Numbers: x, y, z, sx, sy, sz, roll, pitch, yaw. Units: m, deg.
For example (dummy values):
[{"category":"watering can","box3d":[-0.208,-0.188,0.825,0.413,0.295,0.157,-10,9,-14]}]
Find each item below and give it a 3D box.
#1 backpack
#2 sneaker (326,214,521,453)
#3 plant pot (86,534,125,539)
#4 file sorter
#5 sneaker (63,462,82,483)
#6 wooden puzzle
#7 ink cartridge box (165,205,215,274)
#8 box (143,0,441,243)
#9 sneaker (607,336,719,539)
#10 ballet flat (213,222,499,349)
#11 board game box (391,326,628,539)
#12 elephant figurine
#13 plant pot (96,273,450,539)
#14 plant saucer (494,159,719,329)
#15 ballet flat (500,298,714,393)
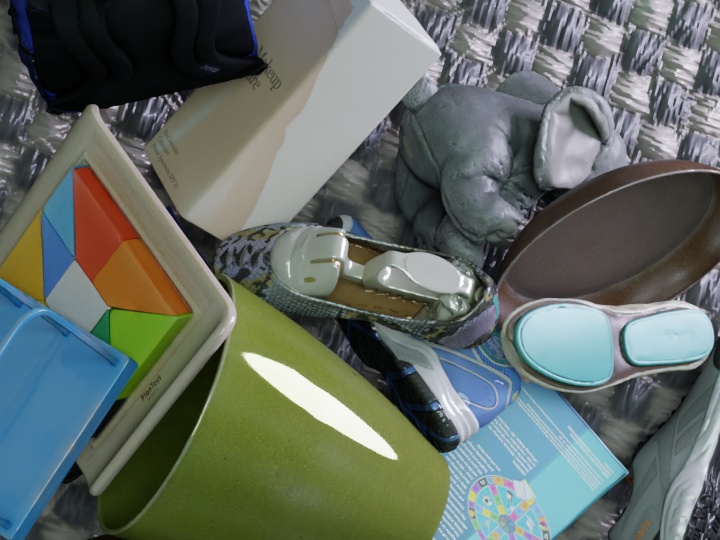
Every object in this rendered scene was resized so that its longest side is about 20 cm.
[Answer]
[{"category":"backpack","box3d":[-0.162,-0.209,1.507,0.162,0.200,0.168,-18,74,-5]},{"category":"sneaker","box3d":[0.038,0.038,1.650,0.077,0.076,0.200,-26,63,-17]},{"category":"plant pot","box3d":[-0.151,0.273,1.565,0.186,0.200,0.187,1,86,-8]},{"category":"file sorter","box3d":[-0.276,0.054,1.491,0.200,0.123,0.139,28,80,32]},{"category":"sneaker","box3d":[-0.292,0.114,1.617,0.199,0.074,0.080,-4,68,-9]},{"category":"wooden puzzle","box3d":[-0.182,0.021,1.541,0.037,0.185,0.200,-4,53,-48]},{"category":"ink cartridge box","box3d":[-0.125,0.061,1.665,0.095,0.037,0.200,-31,90,-9]},{"category":"box","box3d":[-0.048,-0.117,1.613,0.078,0.095,0.200,31,106,-40]},{"category":"sneaker","box3d":[0.239,0.126,1.695,0.079,0.074,0.201,11,66,34]},{"category":"ballet flat","box3d":[0.000,0.000,1.577,0.200,0.072,0.072,13,85,-1]},{"category":"board game box","box3d":[0.068,0.155,1.680,0.200,0.047,0.151,-41,91,-9]},{"category":"elephant figurine","box3d":[0.130,-0.083,1.677,0.199,0.155,0.142,-18,56,-19]},{"category":"plant pot","box3d":[-0.047,0.128,1.570,0.200,0.187,0.188,26,83,-19]},{"category":"plant saucer","box3d":[0.179,-0.018,1.639,0.200,0.200,0.032,-21,61,-9]},{"category":"ballet flat","box3d":[0.167,0.055,1.661,0.200,0.062,0.068,2,82,-36]}]
